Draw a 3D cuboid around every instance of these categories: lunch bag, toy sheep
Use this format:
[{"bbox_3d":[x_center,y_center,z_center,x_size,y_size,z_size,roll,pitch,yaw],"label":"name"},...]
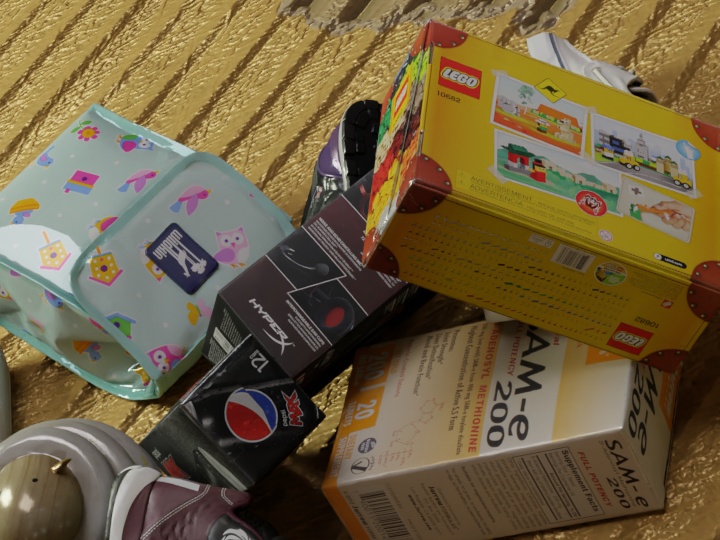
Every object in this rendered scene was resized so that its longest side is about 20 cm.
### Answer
[{"bbox_3d":[-0.164,-0.009,1.811,0.200,0.122,0.170,26,57,31],"label":"lunch bag"},{"bbox_3d":[-0.179,0.159,1.580,0.138,0.200,0.138,-2,79,10],"label":"toy sheep"}]

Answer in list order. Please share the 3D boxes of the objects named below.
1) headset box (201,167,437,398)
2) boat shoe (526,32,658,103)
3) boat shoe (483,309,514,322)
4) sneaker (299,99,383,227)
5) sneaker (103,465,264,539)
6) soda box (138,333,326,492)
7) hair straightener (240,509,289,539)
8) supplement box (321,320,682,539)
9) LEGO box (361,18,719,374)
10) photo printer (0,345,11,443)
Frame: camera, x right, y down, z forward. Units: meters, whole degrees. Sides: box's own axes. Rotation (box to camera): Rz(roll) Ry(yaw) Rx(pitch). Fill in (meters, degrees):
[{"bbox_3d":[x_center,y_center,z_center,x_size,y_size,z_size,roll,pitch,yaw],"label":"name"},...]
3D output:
[{"bbox_3d":[0.000,0.000,1.611,0.200,0.075,0.149,-39,-8,-17],"label":"headset box"},{"bbox_3d":[0.172,-0.109,1.722,0.066,0.072,0.200,-26,35,0],"label":"boat shoe"},{"bbox_3d":[0.121,-0.021,1.593,0.072,0.060,0.200,-12,10,26],"label":"boat shoe"},{"bbox_3d":[-0.007,-0.015,1.761,0.088,0.076,0.200,-45,29,50],"label":"sneaker"},{"bbox_3d":[-0.097,0.216,1.464,0.115,0.076,0.201,5,78,1],"label":"sneaker"},{"bbox_3d":[-0.083,0.100,1.567,0.063,0.071,0.200,-43,0,-16],"label":"soda box"},{"bbox_3d":[-0.072,0.218,1.518,0.077,0.041,0.200,-25,40,9],"label":"hair straightener"},{"bbox_3d":[0.087,0.093,1.528,0.200,0.074,0.126,-13,38,24],"label":"supplement box"},{"bbox_3d":[0.111,-0.044,1.473,0.149,0.200,0.077,-82,15,-46],"label":"LEGO box"},{"bbox_3d":[-0.331,0.122,1.815,0.166,0.070,0.200,-25,34,8],"label":"photo printer"}]
